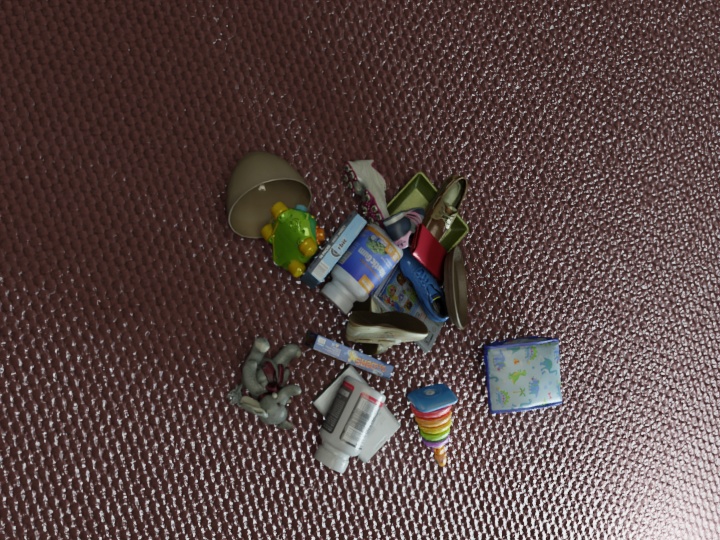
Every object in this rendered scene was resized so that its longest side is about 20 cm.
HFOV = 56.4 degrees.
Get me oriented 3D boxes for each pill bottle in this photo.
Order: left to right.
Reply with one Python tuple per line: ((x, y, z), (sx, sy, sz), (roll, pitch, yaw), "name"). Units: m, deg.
((-0.030, 0.360, 1.570), (0.109, 0.110, 0.204), (29, 82, -12), "pill bottle")
((0.000, 0.000, 1.573), (0.112, 0.112, 0.201), (42, 82, -10), "pill bottle")

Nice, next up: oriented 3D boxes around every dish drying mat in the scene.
((0.166, -0.039, 1.591), (0.018, 0.200, 0.079), (6, 74, 28), "dish drying mat")

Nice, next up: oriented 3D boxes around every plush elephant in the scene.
((-0.202, 0.273, 1.522), (0.201, 0.164, 0.155), (-49, 59, 4), "plush elephant")

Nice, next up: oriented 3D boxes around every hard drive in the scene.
((-0.009, 0.351, 1.647), (0.132, 0.026, 0.201), (-42, 99, -13), "hard drive")

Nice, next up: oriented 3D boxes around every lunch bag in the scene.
((0.403, 0.264, 1.711), (0.195, 0.127, 0.175), (-6, 90, -25), "lunch bag")

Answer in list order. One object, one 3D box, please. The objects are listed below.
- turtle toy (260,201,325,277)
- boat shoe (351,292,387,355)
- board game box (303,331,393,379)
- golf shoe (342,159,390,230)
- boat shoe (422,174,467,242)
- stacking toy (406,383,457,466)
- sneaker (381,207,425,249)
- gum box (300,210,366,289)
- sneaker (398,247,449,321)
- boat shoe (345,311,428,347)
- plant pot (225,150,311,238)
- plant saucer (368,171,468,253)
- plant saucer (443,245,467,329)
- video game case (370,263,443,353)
((-0.149, -0.066, 1.537), (0.100, 0.201, 0.147), (-27, 71, -40), "turtle toy")
((0.027, 0.104, 1.648), (0.064, 0.071, 0.206), (0, 75, -50), "boat shoe")
((-0.031, 0.199, 1.589), (0.196, 0.135, 0.035), (24, 83, -13), "board game box")
((0.036, -0.190, 1.628), (0.090, 0.076, 0.203), (-20, 71, -26), "golf shoe")
((0.203, -0.147, 1.644), (0.074, 0.074, 0.204), (26, 82, -12), "boat shoe")
((0.186, 0.395, 1.673), (0.107, 0.116, 0.206), (-13, 105, -15), "stacking toy")
((0.110, -0.097, 1.572), (0.069, 0.199, 0.084), (-24, 90, 28), "sneaker")
((-0.066, -0.042, 1.551), (0.044, 0.200, 0.171), (38, 79, -4), "gum box")
((0.159, 0.031, 1.627), (0.065, 0.078, 0.203), (-30, 95, -12), "sneaker")
((0.061, 0.142, 1.571), (0.194, 0.073, 0.066), (6, 123, -16), "boat shoe")
((-0.224, -0.191, 1.535), (0.195, 0.202, 0.137), (-17, 62, -15), "plant pot")
((0.143, -0.107, 1.690), (0.200, 0.048, 0.200), (-45, 100, -11), "plant saucer")
((0.235, 0.042, 1.653), (0.029, 0.200, 0.206), (-4, 90, 17), "plant saucer")
((0.126, 0.084, 1.661), (0.200, 0.018, 0.144), (45, 50, -12), "video game case")
